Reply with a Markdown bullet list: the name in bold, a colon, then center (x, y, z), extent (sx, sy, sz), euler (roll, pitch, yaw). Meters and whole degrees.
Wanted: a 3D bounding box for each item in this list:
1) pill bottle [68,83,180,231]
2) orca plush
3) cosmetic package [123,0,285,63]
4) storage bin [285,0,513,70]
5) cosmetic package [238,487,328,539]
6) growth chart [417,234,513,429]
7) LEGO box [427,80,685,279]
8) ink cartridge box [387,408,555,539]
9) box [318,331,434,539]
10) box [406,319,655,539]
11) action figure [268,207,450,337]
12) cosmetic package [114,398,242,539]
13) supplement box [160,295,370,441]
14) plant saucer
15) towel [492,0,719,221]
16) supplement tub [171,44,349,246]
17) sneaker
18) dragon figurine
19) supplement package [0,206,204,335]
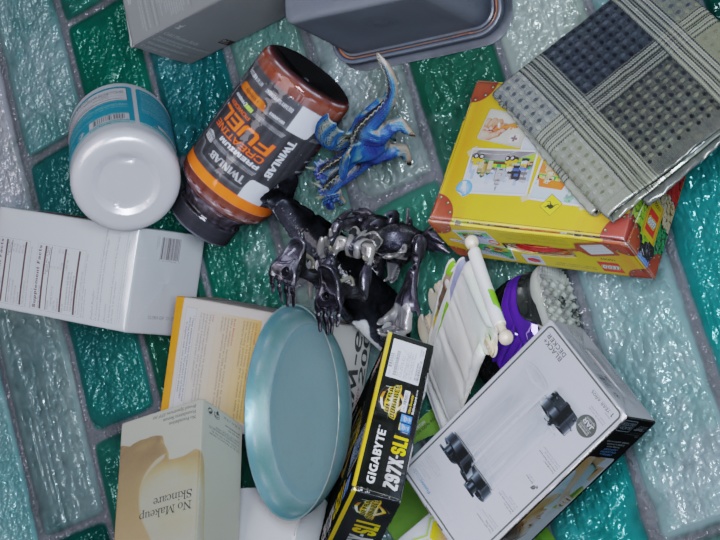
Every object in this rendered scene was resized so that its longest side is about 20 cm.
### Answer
- **pill bottle**: center (-0.246, -0.126, 1.873), extent (0.111, 0.111, 0.200), euler (-55, 21, 16)
- **orca plush**: center (-0.006, -0.015, 1.750), extent (0.071, 0.105, 0.200), euler (-37, 77, 14)
- **cosmetic package**: center (-0.138, -0.294, 1.866), extent (0.200, 0.107, 0.090), euler (-19, 74, 32)
- **storage bin**: center (0.026, -0.286, 1.741), extent (0.200, 0.134, 0.146), euler (-7, 81, 31)
- **cosmetic package**: center (-0.124, 0.277, 1.780), extent (0.200, 0.085, 0.108), euler (-4, 42, 33)
- **growth chart**: center (0.088, 0.062, 1.649), extent (0.200, 0.018, 0.145), euler (110, 153, -49)
- **LEGO box**: center (0.181, -0.083, 1.624), extent (0.200, 0.077, 0.149), euler (8, 69, 33)
- **ink cartridge box**: center (0.073, 0.233, 1.686), extent (0.148, 0.076, 0.200), euler (-43, 65, 22)
- **box**: center (0.010, 0.174, 1.636), extent (0.049, 0.200, 0.160), euler (15, 58, -4)
- **box**: center (0.142, 0.153, 1.571), extent (0.200, 0.060, 0.117), euler (-48, 60, 18)
- **action figure**: center (0.000, 0.000, 1.658), extent (0.119, 0.200, 0.102), euler (25, 116, 27)
- **cosmetic package**: center (-0.174, 0.234, 1.722), extent (0.105, 0.071, 0.200), euler (-20, 53, 25)
- **supplement box**: center (-0.095, 0.100, 1.811), extent (0.200, 0.074, 0.126), euler (10, 92, 33)
- **plant saucer**: center (-0.055, 0.131, 1.680), extent (0.200, 0.027, 0.200), euler (-9, 80, 62)
- **towel**: center (0.238, -0.151, 1.565), extent (0.193, 0.035, 0.200), euler (-38, 50, 2)
- **supplement tub**: center (-0.107, -0.121, 1.825), extent (0.107, 0.107, 0.200), euler (47, 110, 28)
- **sneaker**: center (0.157, 0.101, 1.656), extent (0.099, 0.070, 0.200), euler (-20, 68, 34)
- **dragon figurine**: center (-0.005, -0.125, 1.741), extent (0.099, 0.200, 0.059), euler (-24, 70, -11)
- **supplement package**: center (-0.282, 0.000, 1.921), extent (0.200, 0.114, 0.110), euler (9, 91, 33)
